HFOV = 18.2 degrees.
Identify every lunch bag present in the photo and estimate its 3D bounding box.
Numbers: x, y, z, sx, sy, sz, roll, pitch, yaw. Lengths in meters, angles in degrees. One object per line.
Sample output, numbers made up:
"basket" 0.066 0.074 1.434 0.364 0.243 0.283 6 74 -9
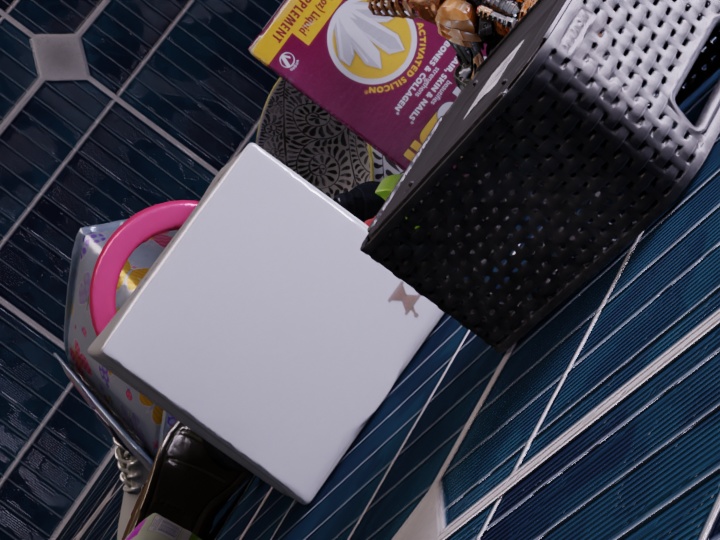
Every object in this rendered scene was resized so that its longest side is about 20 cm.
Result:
"lunch bag" -0.170 0.081 1.868 0.127 0.170 0.201 -15 -47 -33

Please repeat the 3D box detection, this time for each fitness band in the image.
"fitness band" -0.099 0.037 1.594 0.144 0.200 0.037 -57 11 -4

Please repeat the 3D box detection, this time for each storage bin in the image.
"storage bin" 0.098 -0.066 1.096 0.135 0.094 0.200 -57 5 -35

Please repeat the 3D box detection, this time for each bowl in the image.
"bowl" -0.004 -0.081 1.928 0.094 0.201 0.201 -4 -27 -32

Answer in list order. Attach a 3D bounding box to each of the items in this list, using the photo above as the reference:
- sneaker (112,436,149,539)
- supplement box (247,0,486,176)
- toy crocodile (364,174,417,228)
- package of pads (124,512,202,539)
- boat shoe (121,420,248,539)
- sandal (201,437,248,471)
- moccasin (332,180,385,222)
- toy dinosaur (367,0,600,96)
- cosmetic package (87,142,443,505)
"sneaker" -0.190 0.163 1.989 0.073 0.071 0.201 -2 71 47
"supplement box" 0.035 -0.157 1.660 0.131 0.200 0.103 -53 6 11
"toy crocodile" 0.000 0.000 1.718 0.200 0.062 0.068 -48 7 51
"package of pads" -0.191 0.280 1.558 0.200 0.068 0.155 -52 5 21
"boat shoe" -0.145 0.182 1.753 0.200 0.072 0.068 -59 4 -32
"sandal" -0.082 0.098 1.754 0.200 0.043 0.076 -48 -47 -61
"moccasin" -0.031 -0.015 1.819 0.200 0.068 0.081 -57 42 46
"toy dinosaur" 0.094 -0.166 1.510 0.102 0.136 0.200 -39 45 -8
"cosmetic package" -0.064 0.036 1.479 0.168 0.166 0.200 -54 6 -8
